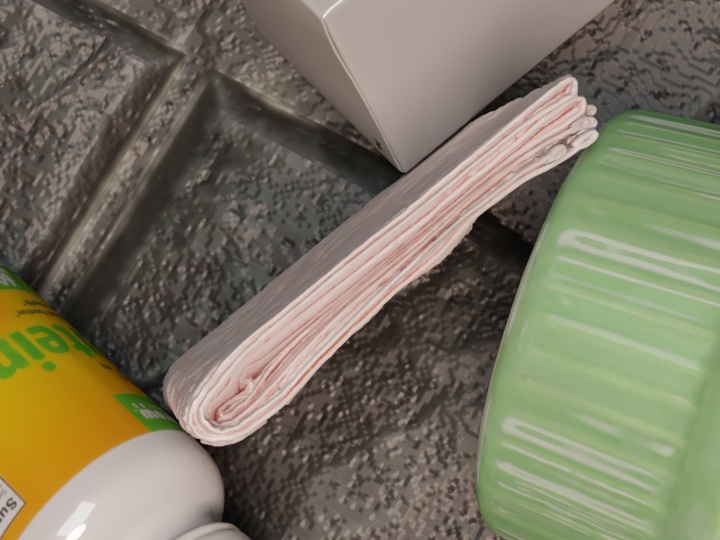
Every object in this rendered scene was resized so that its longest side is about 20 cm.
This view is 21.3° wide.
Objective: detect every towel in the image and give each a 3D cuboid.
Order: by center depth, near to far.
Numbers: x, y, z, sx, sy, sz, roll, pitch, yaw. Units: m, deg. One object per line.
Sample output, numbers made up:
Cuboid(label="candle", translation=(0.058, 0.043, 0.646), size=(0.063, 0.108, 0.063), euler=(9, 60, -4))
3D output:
Cuboid(label="towel", translation=(0.000, 0.000, 0.774), size=(0.191, 0.200, 0.032), euler=(-39, 94, -7))

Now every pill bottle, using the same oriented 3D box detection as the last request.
Cuboid(label="pill bottle", translation=(-0.127, 0.090, 0.784), size=(0.200, 0.111, 0.111), euler=(39, 82, 26))

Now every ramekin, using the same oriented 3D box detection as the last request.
Cuboid(label="ramekin", translation=(0.121, 0.033, 0.754), size=(0.098, 0.200, 0.200), euler=(19, 78, 17))

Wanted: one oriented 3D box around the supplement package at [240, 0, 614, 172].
Cuboid(label="supplement package", translation=(0.044, -0.167, 0.835), size=(0.200, 0.120, 0.121), euler=(-40, 56, -6))
